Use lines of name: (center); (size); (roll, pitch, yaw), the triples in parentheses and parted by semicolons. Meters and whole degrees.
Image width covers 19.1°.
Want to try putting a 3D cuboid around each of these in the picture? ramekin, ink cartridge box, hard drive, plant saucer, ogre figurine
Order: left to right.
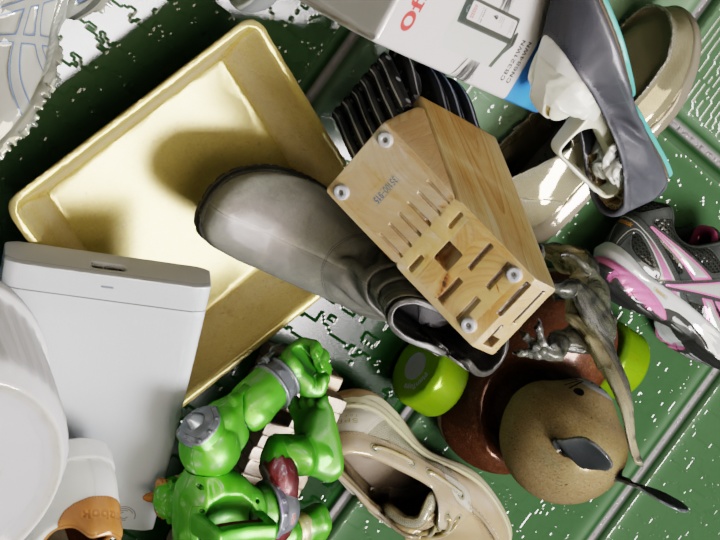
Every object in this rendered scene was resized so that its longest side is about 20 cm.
ramekin: (-0.266, 0.102, 1.278); (0.201, 0.094, 0.204); (-18, 130, -23)
hard drive: (-0.180, 0.079, 1.386); (0.131, 0.027, 0.201); (8, 123, -13)
plant saucer: (-0.108, -0.039, 1.403); (0.200, 0.048, 0.201); (-38, 124, -8)
ogre figurine: (-0.072, 0.150, 1.409); (0.119, 0.098, 0.201); (-8, 127, -41)
ink cartridge box: (0.069, -0.200, 1.365); (0.199, 0.084, 0.147); (14, 107, -54)

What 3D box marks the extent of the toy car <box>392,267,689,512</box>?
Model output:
toy car: (0.149, 0.099, 1.504); (0.164, 0.200, 0.158); (31, 96, -34)

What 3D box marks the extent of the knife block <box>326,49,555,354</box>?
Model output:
knife block: (0.061, -0.056, 1.394); (0.064, 0.200, 0.175); (-48, 171, 26)

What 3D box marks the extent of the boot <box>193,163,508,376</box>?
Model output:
boot: (0.000, 0.000, 1.369); (0.199, 0.131, 0.068); (22, 101, -33)

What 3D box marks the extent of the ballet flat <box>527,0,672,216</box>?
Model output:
ballet flat: (0.150, -0.107, 1.399); (0.073, 0.073, 0.201); (-37, 135, -8)

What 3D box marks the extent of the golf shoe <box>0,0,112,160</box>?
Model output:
golf shoe: (-0.217, -0.148, 1.282); (0.097, 0.078, 0.201); (35, 76, -27)

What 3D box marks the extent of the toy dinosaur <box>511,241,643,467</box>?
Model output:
toy dinosaur: (0.144, 0.036, 1.446); (0.088, 0.201, 0.047); (25, 127, -33)

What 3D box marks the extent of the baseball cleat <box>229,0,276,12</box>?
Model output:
baseball cleat: (-0.008, -0.243, 1.354); (0.106, 0.070, 0.201); (20, 105, -38)

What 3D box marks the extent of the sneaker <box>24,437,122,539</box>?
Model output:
sneaker: (-0.223, 0.195, 1.384); (0.072, 0.085, 0.200); (11, 136, -41)

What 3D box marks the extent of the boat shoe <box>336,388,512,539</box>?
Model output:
boat shoe: (0.040, 0.166, 1.543); (0.072, 0.065, 0.200); (-29, 126, 22)

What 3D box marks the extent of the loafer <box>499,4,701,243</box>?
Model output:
loafer: (0.159, -0.109, 1.494); (0.068, 0.076, 0.200); (36, 93, -40)

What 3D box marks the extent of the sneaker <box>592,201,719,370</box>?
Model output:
sneaker: (0.255, 0.014, 1.599); (0.200, 0.080, 0.087); (35, 83, -39)

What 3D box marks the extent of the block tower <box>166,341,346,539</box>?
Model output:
block tower: (-0.080, 0.153, 1.498); (0.058, 0.054, 0.201); (19, 101, -31)
